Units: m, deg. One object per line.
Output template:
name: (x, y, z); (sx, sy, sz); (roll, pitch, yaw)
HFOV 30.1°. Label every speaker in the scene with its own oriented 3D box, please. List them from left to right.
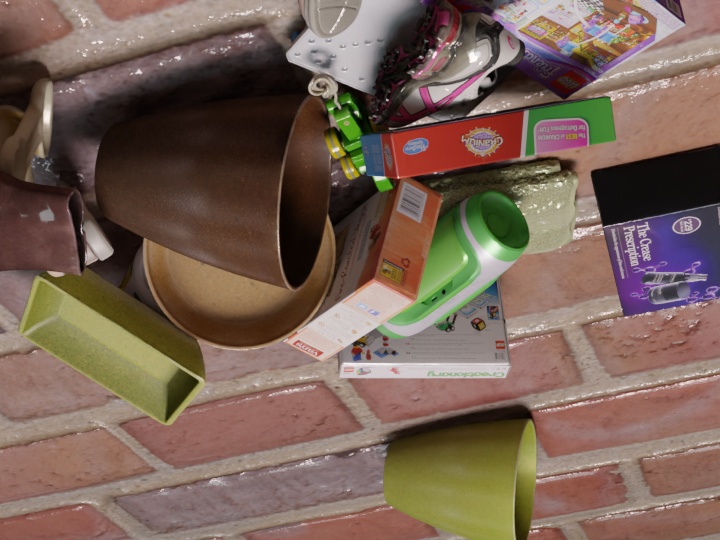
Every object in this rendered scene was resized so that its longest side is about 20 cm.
speaker: (0.089, -0.004, 1.437); (0.088, 0.089, 0.200); (19, 140, -32)

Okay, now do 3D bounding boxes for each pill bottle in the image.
pill bottle: (-0.217, 0.037, 1.499); (0.112, 0.113, 0.200); (8, 155, -18)

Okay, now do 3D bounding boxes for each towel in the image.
towel: (0.139, -0.058, 1.471); (0.199, 0.037, 0.149); (-7, 146, 5)

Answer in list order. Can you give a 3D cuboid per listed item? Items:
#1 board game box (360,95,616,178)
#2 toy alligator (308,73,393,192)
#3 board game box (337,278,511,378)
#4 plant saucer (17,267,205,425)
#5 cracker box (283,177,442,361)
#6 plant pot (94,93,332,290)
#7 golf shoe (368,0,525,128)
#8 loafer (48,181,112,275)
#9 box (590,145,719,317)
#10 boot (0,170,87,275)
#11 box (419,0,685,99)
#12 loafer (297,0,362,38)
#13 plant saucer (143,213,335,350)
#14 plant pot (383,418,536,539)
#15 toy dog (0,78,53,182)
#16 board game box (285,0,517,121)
board game box: (0.111, -0.121, 1.220); (0.199, 0.041, 0.153); (-10, -173, -8)
toy alligator: (-0.008, -0.146, 1.298); (0.059, 0.054, 0.200); (-21, 146, 10)
board game box: (0.070, 0.063, 1.569); (0.199, 0.127, 0.035); (1, 147, -7)
plant saucer: (-0.256, 0.072, 1.417); (0.199, 0.048, 0.200); (33, 154, -6)
cracker box: (0.000, 0.000, 1.422); (0.057, 0.135, 0.200); (27, 147, -19)
plant pot: (-0.146, -0.085, 1.292); (0.199, 0.188, 0.187); (7, 149, 12)
golf shoe: (0.069, -0.165, 1.172); (0.092, 0.073, 0.200); (16, 164, -16)
loafer: (-0.293, -0.040, 1.318); (0.063, 0.200, 0.072); (-35, 109, -9)
box: (0.343, -0.039, 1.487); (0.140, 0.079, 0.200); (-14, 146, 11)
boot: (-0.326, -0.011, 1.183); (0.165, 0.073, 0.201); (13, 134, 4)
box: (0.164, -0.233, 1.149); (0.199, 0.039, 0.137); (26, 137, -38)
loafer: (-0.033, -0.279, 1.084); (0.072, 0.063, 0.201); (-28, 149, -24)
plant saucer: (-0.126, -0.019, 1.392); (0.199, 0.202, 0.035); (3, 178, -11)
plant pot: (0.140, 0.298, 1.922); (0.199, 0.188, 0.187); (3, 150, 17)
toy dog: (-0.399, -0.110, 1.250); (0.199, 0.140, 0.194); (12, 138, -2)
board game box: (0.065, -0.225, 1.212); (0.199, 0.026, 0.200); (18, 141, -30)
